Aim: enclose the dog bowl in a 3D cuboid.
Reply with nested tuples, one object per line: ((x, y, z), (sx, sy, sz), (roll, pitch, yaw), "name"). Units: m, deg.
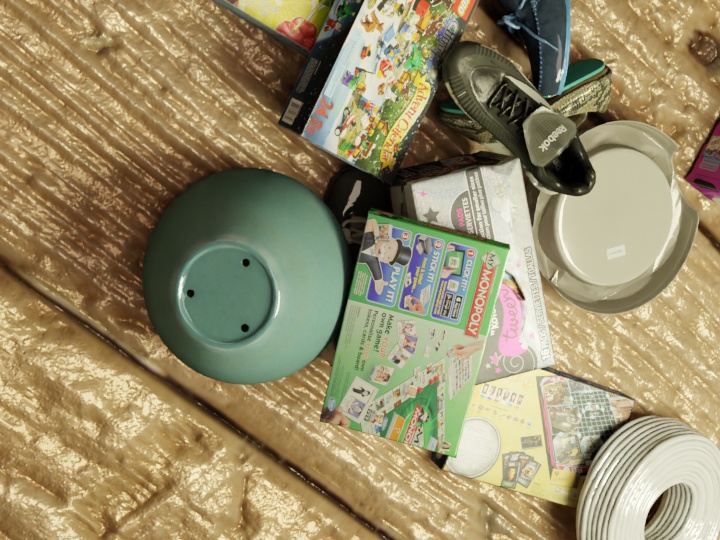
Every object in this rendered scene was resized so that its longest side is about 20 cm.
((0.257, -0.058, 1.342), (0.197, 0.059, 0.203), (-5, 104, -19), "dog bowl")

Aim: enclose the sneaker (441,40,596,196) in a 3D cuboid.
((0.157, -0.139, 1.195), (0.067, 0.090, 0.200), (-47, 116, -2), "sneaker")

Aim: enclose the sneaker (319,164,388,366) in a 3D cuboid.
((0.000, 0.000, 1.245), (0.073, 0.088, 0.203), (2, 100, -19), "sneaker")

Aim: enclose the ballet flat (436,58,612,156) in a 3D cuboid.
((0.171, -0.153, 1.289), (0.198, 0.068, 0.076), (-19, 119, -19), "ballet flat")

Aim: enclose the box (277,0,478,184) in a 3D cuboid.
((0.021, -0.196, 1.172), (0.136, 0.037, 0.202), (22, 94, -48), "box")

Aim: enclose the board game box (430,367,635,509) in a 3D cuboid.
((0.188, 0.172, 1.381), (0.198, 0.035, 0.137), (19, 95, -23), "board game box")

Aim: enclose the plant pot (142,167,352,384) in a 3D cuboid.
((-0.109, 0.013, 1.143), (0.197, 0.135, 0.204), (0, 97, 4), "plant pot")

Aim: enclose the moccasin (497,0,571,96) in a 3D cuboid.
((0.164, -0.269, 1.252), (0.067, 0.080, 0.203), (-3, 81, -6), "moccasin")

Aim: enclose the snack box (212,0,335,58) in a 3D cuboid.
((-0.042, -0.310, 1.169), (0.167, 0.068, 0.202), (26, 91, -25), "snack box")

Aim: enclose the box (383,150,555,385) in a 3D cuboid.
((0.102, -0.003, 1.241), (0.113, 0.132, 0.203), (-14, 100, -9), "box")

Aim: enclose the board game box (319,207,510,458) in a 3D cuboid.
((0.049, 0.058, 1.169), (0.133, 0.029, 0.203), (14, 102, 2), "board game box")

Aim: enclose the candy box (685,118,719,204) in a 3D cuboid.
((0.448, -0.157, 1.349), (0.061, 0.136, 0.202), (28, 92, -25), "candy box")

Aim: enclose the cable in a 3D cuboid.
((0.321, 0.263, 1.411), (0.199, 0.069, 0.202), (28, 88, -39), "cable")
